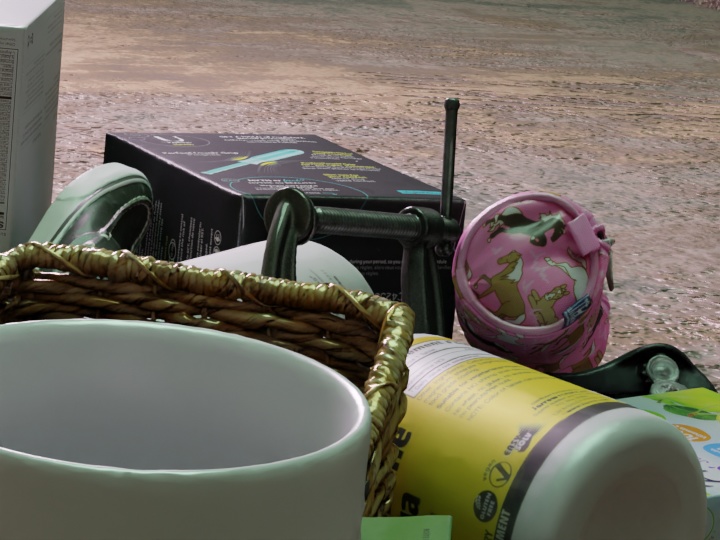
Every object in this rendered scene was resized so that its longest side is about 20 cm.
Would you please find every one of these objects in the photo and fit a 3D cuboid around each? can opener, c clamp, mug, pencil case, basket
[{"bbox_3d":[0.107,0.080,1.358,0.199,0.079,0.064,-1,53,-19],"label":"can opener"},{"bbox_3d":[0.000,0.000,1.243,0.027,0.172,0.200,-2,3,30],"label":"c clamp"},{"bbox_3d":[-0.098,0.114,0.789,0.199,0.176,0.147,15,18,31],"label":"mug"},{"bbox_3d":[0.101,0.016,1.406,0.086,0.083,0.200,23,-10,10],"label":"pencil case"},{"bbox_3d":[-0.091,0.080,1.023,0.199,0.150,0.143,11,13,15],"label":"basket"}]

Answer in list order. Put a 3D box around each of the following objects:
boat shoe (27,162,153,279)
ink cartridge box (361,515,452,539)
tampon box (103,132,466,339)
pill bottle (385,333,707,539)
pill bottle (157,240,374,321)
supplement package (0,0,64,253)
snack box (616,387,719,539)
[{"bbox_3d":[-0.157,0.016,1.354,0.063,0.071,0.200,15,45,21],"label":"boat shoe"},{"bbox_3d":[-0.068,0.093,0.900,0.199,0.060,0.104,-1,23,4],"label":"ink cartridge box"},{"bbox_3d":[-0.053,-0.003,1.454,0.149,0.127,0.200,0,13,-28],"label":"tampon box"},{"bbox_3d":[0.048,0.094,1.110,0.112,0.113,0.200,-5,16,-41],"label":"pill bottle"},{"bbox_3d":[-0.080,0.052,1.228,0.114,0.115,0.200,13,14,27],"label":"pill bottle"},{"bbox_3d":[-0.262,-0.064,1.455,0.146,0.201,0.191,5,12,-1],"label":"supplement package"},{"bbox_3d":[0.153,0.108,1.232,0.199,0.053,0.142,-5,16,-39],"label":"snack box"}]
